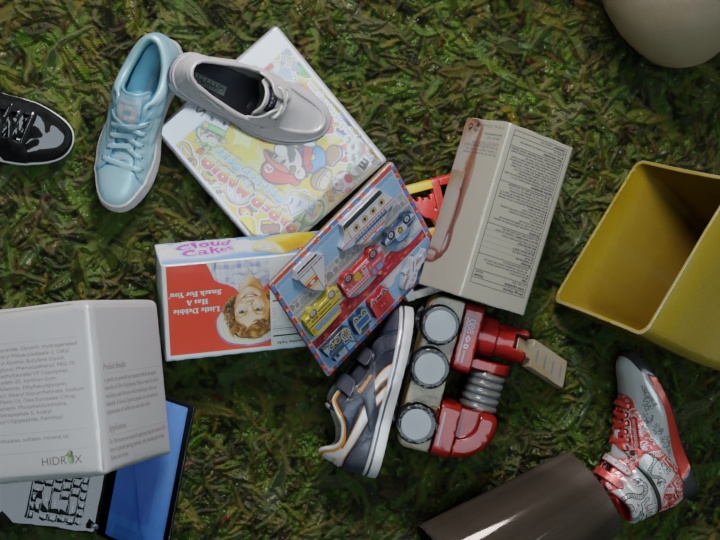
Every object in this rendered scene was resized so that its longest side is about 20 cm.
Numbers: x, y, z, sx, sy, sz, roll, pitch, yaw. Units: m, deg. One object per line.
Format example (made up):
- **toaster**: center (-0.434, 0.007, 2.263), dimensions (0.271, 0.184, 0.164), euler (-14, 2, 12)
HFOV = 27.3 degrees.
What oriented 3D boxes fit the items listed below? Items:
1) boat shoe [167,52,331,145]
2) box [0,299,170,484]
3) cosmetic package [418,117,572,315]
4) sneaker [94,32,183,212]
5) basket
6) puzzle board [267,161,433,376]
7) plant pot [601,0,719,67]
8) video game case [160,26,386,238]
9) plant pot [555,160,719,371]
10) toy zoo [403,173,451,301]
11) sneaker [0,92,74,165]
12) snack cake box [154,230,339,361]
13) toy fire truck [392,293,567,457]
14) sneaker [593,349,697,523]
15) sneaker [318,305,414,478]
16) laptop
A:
- **boat shoe**: center (-0.112, -0.182, 1.610), dimensions (0.199, 0.065, 0.074), euler (13, 91, -30)
- **box**: center (-0.322, 0.122, 1.518), dimensions (0.199, 0.199, 0.172), euler (-5, 88, 11)
- **cosmetic package**: center (0.152, -0.062, 1.680), dimensions (0.103, 0.087, 0.201), euler (18, 89, -34)
- **sneaker**: center (-0.250, -0.165, 1.604), dimensions (0.074, 0.082, 0.201), euler (13, 86, 11)
- **basket**: center (0.192, 0.314, 1.733), dimensions (0.200, 0.136, 0.181), euler (-34, 103, -12)
- **puzzle board**: center (0.000, 0.000, 1.642), dimensions (0.200, 0.017, 0.151), euler (-46, 131, -19)
- **plant pot**: center (0.368, -0.315, 1.709), dimensions (0.199, 0.201, 0.135), euler (-21, 134, -11)
- **video game case**: center (-0.099, -0.141, 1.680), dimensions (0.182, 0.023, 0.200), euler (-42, 102, -7)
- **plant pot**: center (0.384, 0.013, 1.728), dimensions (0.176, 0.200, 0.201), euler (34, 86, -24)
- **toy zoo**: center (0.102, -0.045, 1.736), dimensions (0.199, 0.020, 0.132), euler (-15, 98, -12)
- **sneaker**: center (-0.400, -0.158, 1.562), dimensions (0.199, 0.112, 0.073), euler (17, 91, -14)
- **snack cake box**: center (-0.125, 0.027, 1.651), dimensions (0.199, 0.067, 0.116), euler (-5, 113, -13)
- **toy fire truck**: center (0.146, 0.132, 1.722), dimensions (0.199, 0.129, 0.177), euler (14, 92, -4)
- **sneaker**: center (0.324, 0.205, 1.784), dimensions (0.108, 0.067, 0.202), euler (-26, 102, -12)
- **sneaker**: center (0.006, 0.131, 1.698), dimensions (0.079, 0.078, 0.201), euler (15, 84, -3)
- **laptop**: center (-0.299, 0.210, 1.620), dimensions (0.199, 0.103, 0.178), euler (11, 91, -14)
